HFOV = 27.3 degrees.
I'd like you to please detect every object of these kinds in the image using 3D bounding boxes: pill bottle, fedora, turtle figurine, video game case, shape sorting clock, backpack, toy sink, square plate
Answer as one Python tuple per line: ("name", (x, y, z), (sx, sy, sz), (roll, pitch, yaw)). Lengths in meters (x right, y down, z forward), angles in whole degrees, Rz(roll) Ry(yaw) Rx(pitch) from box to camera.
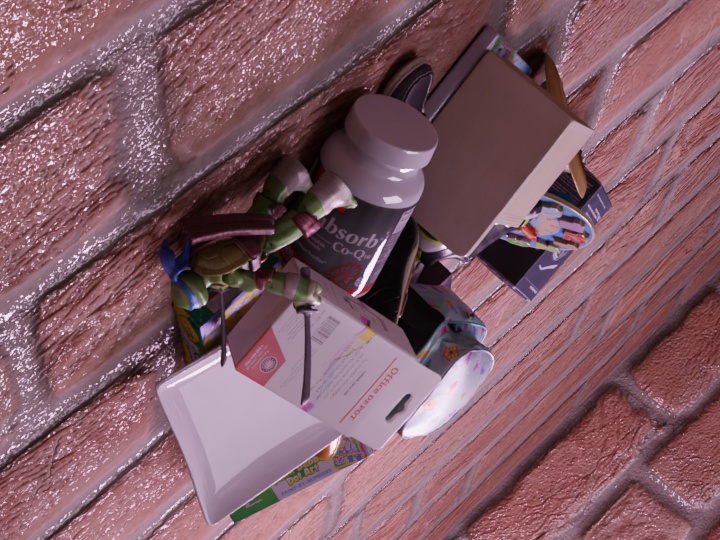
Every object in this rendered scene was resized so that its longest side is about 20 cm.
("pill bottle", (-0.003, -0.076, 1.537), (0.116, 0.116, 0.201), (-26, 151, -49))
("fedora", (0.227, -0.174, 1.859), (0.081, 0.202, 0.201), (-15, 165, 11))
("turtle figurine", (-0.088, -0.003, 1.442), (0.194, 0.200, 0.144), (-48, -169, -18))
("video game case", (0.115, -0.182, 1.744), (0.200, 0.022, 0.182), (-51, 162, 8))
("shape sorting clock", (0.208, -0.069, 1.925), (0.200, 0.199, 0.039), (71, 31, -69))
("backpack", (0.074, 0.108, 1.821), (0.176, 0.153, 0.200), (-55, 165, 15))
("toy sink", (0.148, -0.126, 1.693), (0.200, 0.130, 0.112), (-53, 162, 12))
("square plate", (-0.117, 0.147, 1.598), (0.198, 0.028, 0.201), (-33, 126, -25))

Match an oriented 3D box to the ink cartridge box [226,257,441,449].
("ink cartridge box", (-0.025, 0.091, 1.539), (0.200, 0.068, 0.117), (34, 105, -28))

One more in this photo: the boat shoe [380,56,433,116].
("boat shoe", (0.044, -0.139, 1.595), (0.072, 0.065, 0.201), (-28, 152, -44))

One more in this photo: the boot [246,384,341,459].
("boot", (-0.094, 0.160, 1.697), (0.144, 0.071, 0.202), (-25, 132, -31))

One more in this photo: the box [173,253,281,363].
("box", (-0.138, 0.056, 1.604), (0.117, 0.048, 0.200), (-41, 162, -19))

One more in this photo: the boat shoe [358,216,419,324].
("boat shoe", (0.020, 0.034, 1.652), (0.074, 0.075, 0.201), (70, 42, -67))

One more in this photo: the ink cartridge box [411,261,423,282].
("ink cartridge box", (0.000, 0.000, 1.770), (0.200, 0.068, 0.116), (-31, 155, -42))

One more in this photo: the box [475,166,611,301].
("box", (0.264, -0.068, 2.183), (0.200, 0.104, 0.148), (-49, 162, 2))

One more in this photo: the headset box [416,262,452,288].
("headset box", (0.047, 0.062, 1.992), (0.149, 0.075, 0.200), (-43, 161, -17))

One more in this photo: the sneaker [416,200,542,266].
("sneaker", (0.132, -0.055, 1.780), (0.199, 0.072, 0.083), (-15, 141, -37))

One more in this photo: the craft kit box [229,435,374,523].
("craft kit box", (-0.076, 0.246, 1.926), (0.199, 0.049, 0.198), (-27, 180, 4))
